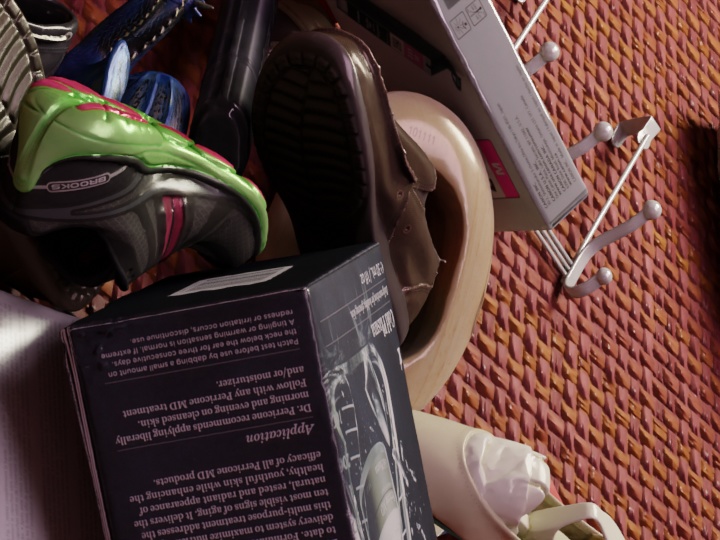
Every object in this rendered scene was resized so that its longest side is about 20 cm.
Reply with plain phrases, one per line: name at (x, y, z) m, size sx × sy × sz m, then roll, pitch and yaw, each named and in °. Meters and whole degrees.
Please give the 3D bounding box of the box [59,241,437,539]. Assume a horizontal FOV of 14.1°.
box at (-0.044, 0.100, 1.391) m, size 0.200 × 0.123 × 0.198 m, roll -35°, pitch 115°, yaw -78°

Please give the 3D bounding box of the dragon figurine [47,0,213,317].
dragon figurine at (-0.127, -0.079, 1.466) m, size 0.059 × 0.099 × 0.201 m, roll 38°, pitch 43°, yaw -40°

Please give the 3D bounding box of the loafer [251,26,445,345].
loafer at (-0.002, -0.051, 1.499) m, size 0.071 × 0.073 × 0.201 m, roll -48°, pitch 144°, yaw -34°

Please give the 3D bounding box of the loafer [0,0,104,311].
loafer at (-0.182, -0.060, 1.367) m, size 0.076 × 0.067 × 0.201 m, roll -58°, pitch 139°, yaw -42°

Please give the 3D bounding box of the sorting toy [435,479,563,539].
sorting toy at (0.077, 0.214, 1.642) m, size 0.201 × 0.069 × 0.199 m, roll 64°, pitch 32°, yaw -9°

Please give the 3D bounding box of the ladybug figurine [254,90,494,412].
ladybug figurine at (0.000, 0.000, 1.600) m, size 0.135 × 0.072 × 0.201 m, roll 22°, pitch 81°, yaw -23°

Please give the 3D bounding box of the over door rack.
over door rack at (0.144, -0.099, 1.931) m, size 0.148 × 0.066 × 0.200 m, roll 55°, pitch 34°, yaw -24°

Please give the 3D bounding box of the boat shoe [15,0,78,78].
boat shoe at (-0.207, -0.138, 1.382) m, size 0.200 × 0.066 × 0.070 m, roll 30°, pitch 12°, yaw -46°

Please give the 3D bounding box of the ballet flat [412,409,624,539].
ballet flat at (0.093, 0.132, 1.588) m, size 0.200 × 0.069 × 0.070 m, roll 42°, pitch 40°, yaw -28°

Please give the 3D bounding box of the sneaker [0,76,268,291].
sneaker at (-0.113, -0.032, 1.369) m, size 0.084 × 0.077 × 0.200 m, roll -60°, pitch 150°, yaw 3°

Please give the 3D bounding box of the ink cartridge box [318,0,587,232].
ink cartridge box at (0.022, -0.113, 1.666) m, size 0.044 × 0.173 × 0.201 m, roll -41°, pitch 113°, yaw -32°

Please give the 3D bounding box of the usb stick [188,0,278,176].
usb stick at (-0.067, -0.110, 1.545) m, size 0.200 × 0.032 × 0.056 m, roll -82°, pitch 177°, yaw -59°

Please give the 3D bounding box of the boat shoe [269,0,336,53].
boat shoe at (-0.019, -0.059, 1.668) m, size 0.072 × 0.072 × 0.201 m, roll -32°, pitch 103°, yaw -26°

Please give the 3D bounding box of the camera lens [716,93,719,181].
camera lens at (0.348, -0.042, 2.122) m, size 0.160 × 0.159 × 0.201 m, roll 22°, pitch 55°, yaw -50°

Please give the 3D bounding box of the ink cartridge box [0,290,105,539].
ink cartridge box at (-0.178, 0.088, 1.350) m, size 0.200 × 0.047 × 0.161 m, roll 21°, pitch 55°, yaw -46°
